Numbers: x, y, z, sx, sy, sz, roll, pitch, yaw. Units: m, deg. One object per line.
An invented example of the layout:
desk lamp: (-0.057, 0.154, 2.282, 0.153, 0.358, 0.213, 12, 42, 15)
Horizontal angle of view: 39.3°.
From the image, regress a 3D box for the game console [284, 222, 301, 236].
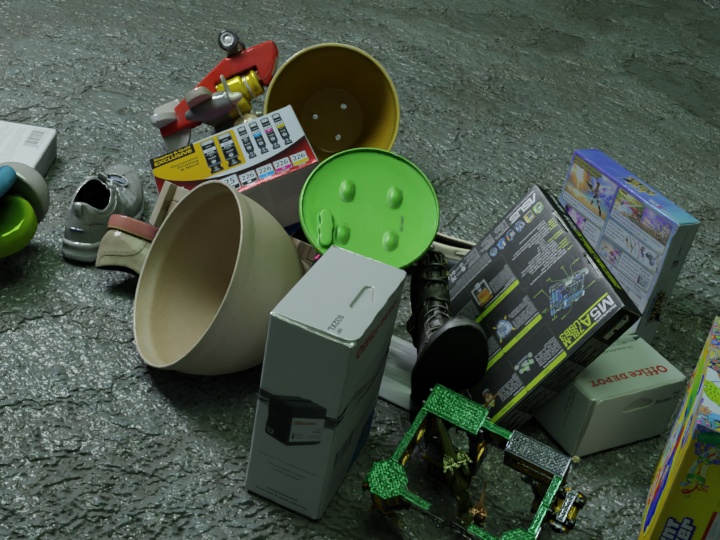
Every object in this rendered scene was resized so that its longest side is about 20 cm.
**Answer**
game console: (-0.127, -0.075, 1.373, 0.200, 0.119, 0.170, 41, 10, 39)

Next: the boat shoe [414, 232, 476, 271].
boat shoe: (0.081, -0.038, 1.324, 0.198, 0.063, 0.071, 28, 28, 16)

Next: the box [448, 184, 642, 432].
box: (0.174, 0.042, 1.088, 0.047, 0.200, 0.194, 22, 29, -45)

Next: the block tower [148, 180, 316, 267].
block tower: (-0.147, -0.041, 1.192, 0.198, 0.055, 0.058, 23, -1, -34)

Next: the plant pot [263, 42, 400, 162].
plant pot: (-0.044, -0.230, 1.518, 0.197, 0.203, 0.142, 10, 5, -3)

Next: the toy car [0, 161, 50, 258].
toy car: (-0.459, -0.089, 1.127, 0.198, 0.151, 0.176, 20, 47, 13)

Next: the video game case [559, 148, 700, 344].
video game case: (0.325, -0.031, 1.297, 0.045, 0.183, 0.200, -7, 36, -29)

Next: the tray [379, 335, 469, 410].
tray: (0.032, 0.102, 1.137, 0.198, 0.022, 0.107, 23, 34, 18)

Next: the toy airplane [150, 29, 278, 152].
toy airplane: (-0.207, -0.235, 1.479, 0.141, 0.199, 0.200, 46, 47, 2)

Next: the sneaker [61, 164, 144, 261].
sneaker: (-0.317, -0.091, 1.270, 0.074, 0.083, 0.201, 10, 31, -3)

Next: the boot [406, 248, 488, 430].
boot: (0.076, 0.051, 1.031, 0.068, 0.201, 0.176, 5, 54, -8)

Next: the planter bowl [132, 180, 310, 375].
planter bowl: (-0.133, 0.024, 1.070, 0.134, 0.201, 0.201, 25, 19, -36)

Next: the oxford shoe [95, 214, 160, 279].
oxford shoe: (-0.214, 0.006, 1.185, 0.198, 0.071, 0.076, 22, 74, -1)

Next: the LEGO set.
LEGO set: (0.106, 0.209, 0.939, 0.197, 0.116, 0.155, 17, 60, 16)

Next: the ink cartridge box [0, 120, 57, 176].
ink cartridge box: (-0.509, -0.141, 1.325, 0.171, 0.044, 0.201, 8, 32, -4)

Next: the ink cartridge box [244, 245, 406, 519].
ink cartridge box: (-0.033, 0.101, 0.940, 0.083, 0.202, 0.145, 20, 31, 13)

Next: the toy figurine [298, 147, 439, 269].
toy figurine: (0.000, 0.000, 1.115, 0.148, 0.185, 0.203, 6, 62, -2)

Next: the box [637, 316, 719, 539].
box: (0.346, 0.188, 0.931, 0.121, 0.202, 0.193, 20, 31, 15)

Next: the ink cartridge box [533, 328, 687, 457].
ink cartridge box: (0.243, 0.107, 1.141, 0.145, 0.084, 0.200, -7, 35, -29)

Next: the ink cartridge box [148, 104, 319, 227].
ink cartridge box: (-0.160, -0.123, 1.289, 0.198, 0.084, 0.176, -22, 45, -6)
